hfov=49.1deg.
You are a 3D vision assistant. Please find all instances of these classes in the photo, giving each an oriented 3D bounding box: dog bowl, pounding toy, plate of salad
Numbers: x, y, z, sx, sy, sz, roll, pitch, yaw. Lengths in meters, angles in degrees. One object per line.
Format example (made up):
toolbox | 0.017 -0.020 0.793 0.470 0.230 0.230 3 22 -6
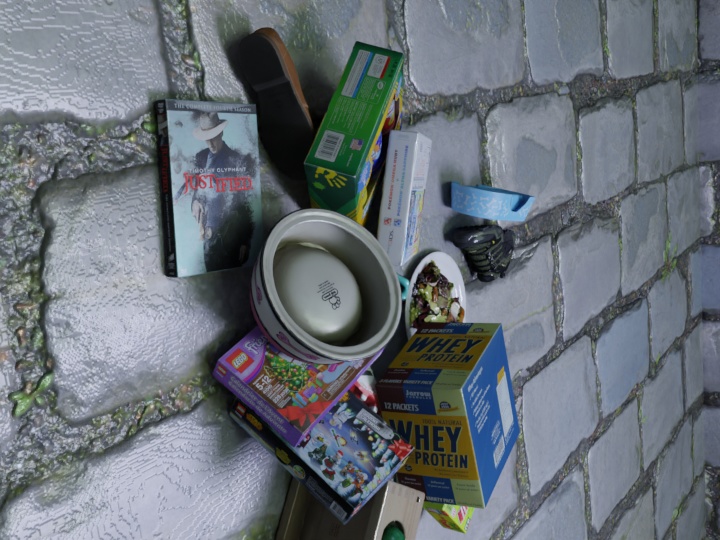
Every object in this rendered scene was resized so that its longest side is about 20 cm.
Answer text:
dog bowl | -0.049 0.027 0.980 0.199 0.074 0.201 17 57 -28
pounding toy | 0.006 0.375 1.060 0.142 0.199 0.185 35 65 -49
dog bowl | 0.236 -0.123 1.421 0.200 0.111 0.050 -4 108 -53
plate of salad | 0.139 0.068 1.348 0.200 0.048 0.201 -6 97 -53

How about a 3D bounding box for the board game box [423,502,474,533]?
board game box | 0.173 0.328 1.340 0.102 0.047 0.201 53 52 -41

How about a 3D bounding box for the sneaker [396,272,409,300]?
sneaker | 0.000 0.000 1.121 0.200 0.091 0.078 25 72 -51

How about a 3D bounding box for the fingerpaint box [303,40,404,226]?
fingerpaint box | -0.002 -0.172 1.064 0.167 0.073 0.201 87 22 -65

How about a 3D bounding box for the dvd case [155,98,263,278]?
dvd case | -0.175 -0.099 0.939 0.146 0.022 0.201 -10 100 -53

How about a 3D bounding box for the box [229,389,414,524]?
box | -0.047 0.204 0.997 0.137 0.200 0.040 -33 156 -48

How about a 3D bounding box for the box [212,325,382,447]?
box | -0.071 0.111 1.004 0.200 0.137 0.039 -43 167 -44

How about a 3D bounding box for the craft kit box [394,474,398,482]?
craft kit box | 0.126 0.277 1.348 0.197 0.048 0.201 -17 105 -54

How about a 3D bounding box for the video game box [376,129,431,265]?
video game box | 0.065 -0.108 1.156 0.200 0.047 0.183 -31 126 -78

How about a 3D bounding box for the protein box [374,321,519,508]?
protein box | 0.139 0.210 1.192 0.199 0.134 0.201 -44 126 -54

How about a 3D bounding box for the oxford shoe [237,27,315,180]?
oxford shoe | -0.093 -0.213 1.008 0.071 0.071 0.201 -66 148 -54

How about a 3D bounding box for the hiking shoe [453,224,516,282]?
hiking shoe | 0.233 -0.030 1.443 0.200 0.075 0.101 4 85 -54

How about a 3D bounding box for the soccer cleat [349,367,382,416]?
soccer cleat | -0.010 0.144 1.139 0.200 0.068 0.085 54 43 -39
